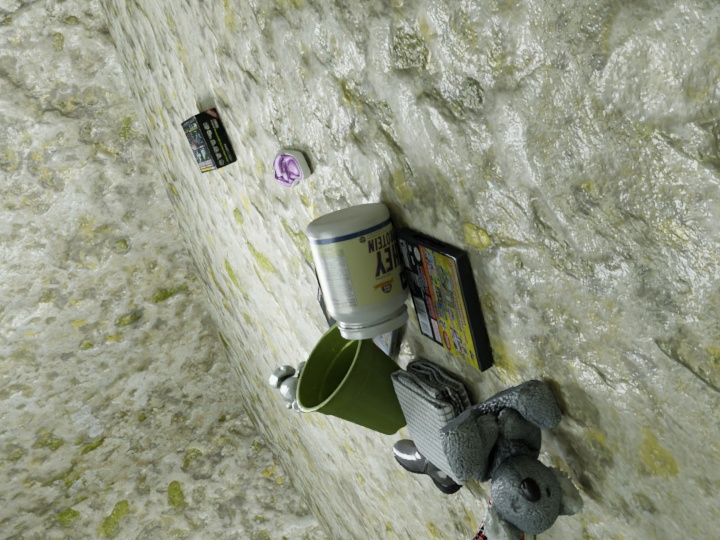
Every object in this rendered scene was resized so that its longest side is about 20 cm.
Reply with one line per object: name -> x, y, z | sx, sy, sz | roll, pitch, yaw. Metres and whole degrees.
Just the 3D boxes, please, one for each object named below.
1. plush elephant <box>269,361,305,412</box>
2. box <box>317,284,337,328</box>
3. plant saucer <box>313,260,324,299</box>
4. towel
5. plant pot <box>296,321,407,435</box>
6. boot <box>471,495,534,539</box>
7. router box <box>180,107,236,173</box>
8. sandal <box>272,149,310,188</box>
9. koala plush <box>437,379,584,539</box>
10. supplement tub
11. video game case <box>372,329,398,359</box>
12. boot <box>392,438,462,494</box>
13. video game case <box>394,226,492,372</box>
plush elephant -> -0.155, 0.323, 2.103 | 0.165, 0.154, 0.201 | 51, 157, 32
box -> -0.043, 0.071, 1.624 | 0.201, 0.049, 0.161 | 99, 150, -59
plant saucer -> -0.020, -0.005, 1.460 | 0.200, 0.036, 0.202 | 20, 115, 50
towel -> 0.146, 0.261, 1.371 | 0.200, 0.085, 0.167 | 20, 132, 65
plant pot -> 0.008, 0.225, 1.492 | 0.189, 0.201, 0.200 | 35, 171, -23
boot -> 0.219, 0.433, 1.301 | 0.072, 0.143, 0.201 | 39, 147, 53
router box -> -0.410, -0.345, 2.066 | 0.200, 0.062, 0.151 | 10, 123, 66
sandal -> -0.160, -0.212, 1.609 | 0.083, 0.050, 0.202 | 66, 161, -6
koala plush -> 0.220, 0.283, 1.100 | 0.201, 0.176, 0.184 | 60, 172, 8
supplement tub -> 0.000, 0.000, 1.297 | 0.145, 0.144, 0.202 | 16, 124, 65
video game case -> 0.028, 0.106, 1.574 | 0.144, 0.018, 0.201 | 55, 159, 27
boot -> 0.127, 0.354, 1.558 | 0.199, 0.070, 0.133 | 17, 134, 49
video game case -> 0.130, 0.042, 1.220 | 0.180, 0.025, 0.201 | 30, 140, 59
